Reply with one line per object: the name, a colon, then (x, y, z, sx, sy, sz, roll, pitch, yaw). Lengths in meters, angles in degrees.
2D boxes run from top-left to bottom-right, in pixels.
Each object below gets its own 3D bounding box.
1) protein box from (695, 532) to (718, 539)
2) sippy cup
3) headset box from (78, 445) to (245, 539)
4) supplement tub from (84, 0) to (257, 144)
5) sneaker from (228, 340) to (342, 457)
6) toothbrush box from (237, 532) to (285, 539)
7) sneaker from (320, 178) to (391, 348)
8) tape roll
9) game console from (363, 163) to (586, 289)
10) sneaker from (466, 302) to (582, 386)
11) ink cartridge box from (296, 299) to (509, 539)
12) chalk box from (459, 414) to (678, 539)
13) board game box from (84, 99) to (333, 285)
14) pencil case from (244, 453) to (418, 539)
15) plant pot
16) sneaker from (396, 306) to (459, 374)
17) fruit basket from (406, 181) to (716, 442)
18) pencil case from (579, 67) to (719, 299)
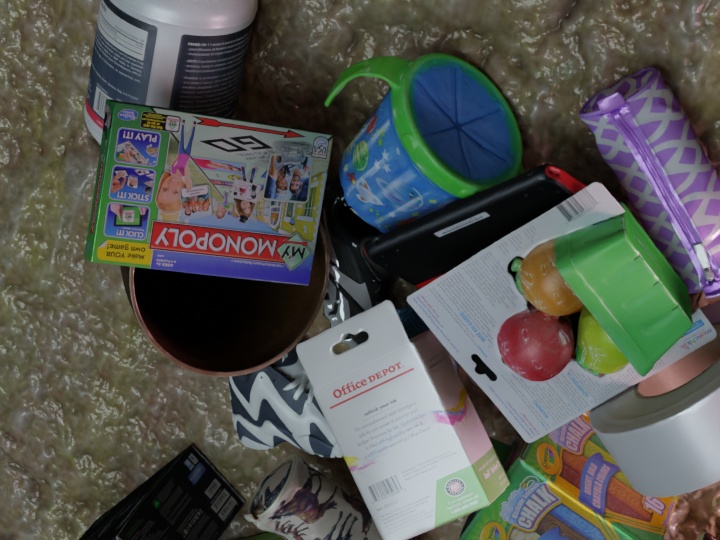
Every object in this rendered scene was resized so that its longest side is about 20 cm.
protein box: (0.327, 0.386, 1.464, 0.199, 0.135, 0.199, 35, 111, -29)
sippy cup: (0.052, -0.101, 1.416, 0.130, 0.139, 0.179, -35, 76, 43)
headset box: (-0.247, 0.309, 1.727, 0.093, 0.174, 0.200, 47, 125, -6)
supplement tub: (-0.169, -0.207, 1.444, 0.139, 0.140, 0.201, 23, 122, 11)
sneaker: (-0.054, 0.110, 1.593, 0.198, 0.080, 0.130, 1, 125, 34)
toothbrush box: (-0.112, 0.353, 1.706, 0.199, 0.146, 0.087, -17, 109, 29)
sneaker: (0.000, 0.000, 1.521, 0.090, 0.066, 0.201, -20, 104, 33)
tape roll: (0.296, 0.101, 1.363, 0.202, 0.203, 0.071, -31, 101, 33)
game console: (0.128, -0.025, 1.410, 0.199, 0.031, 0.176, -23, 145, 31)
sneaker: (0.172, 0.061, 1.471, 0.199, 0.077, 0.078, -32, 102, 34)
ink cartridge box: (0.037, 0.131, 1.448, 0.116, 0.067, 0.201, -26, 89, 25)
chalk box: (0.182, 0.214, 1.517, 0.199, 0.125, 0.124, 34, 125, 3)
board game box: (-0.128, -0.064, 1.369, 0.198, 0.029, 0.136, 6, 98, -25)
pencil case: (-0.026, 0.267, 1.623, 0.199, 0.090, 0.078, 38, 149, -22)
plant pot: (-0.151, -0.017, 1.496, 0.200, 0.186, 0.188, 26, 138, 64)
sneaker: (0.061, 0.133, 1.521, 0.076, 0.081, 0.202, 6, 95, 21)
fruit basket: (0.170, 0.036, 1.356, 0.199, 0.094, 0.185, -31, 113, 28)
pencil case: (0.261, -0.072, 1.358, 0.084, 0.086, 0.201, -26, 102, 33)
